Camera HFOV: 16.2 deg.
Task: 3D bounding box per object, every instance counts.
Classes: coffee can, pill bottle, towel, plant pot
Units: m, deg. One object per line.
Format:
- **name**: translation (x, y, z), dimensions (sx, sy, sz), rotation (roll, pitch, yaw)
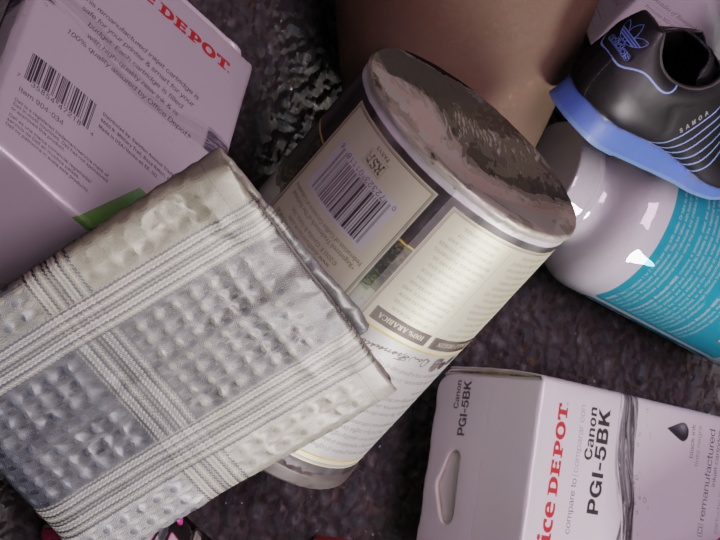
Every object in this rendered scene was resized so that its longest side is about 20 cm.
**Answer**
- **coffee can**: translation (0.000, 0.000, 1.388), dimensions (0.146, 0.147, 0.200), rotation (31, 114, -28)
- **pill bottle**: translation (0.189, -0.021, 1.586), dimensions (0.200, 0.111, 0.111), rotation (27, 75, -30)
- **towel**: translation (-0.103, 0.045, 1.277), dimensions (0.200, 0.035, 0.193), rotation (-30, 129, 8)
- **plant pot**: translation (0.057, -0.159, 1.479), dimensions (0.200, 0.200, 0.175), rotation (0, 108, -33)

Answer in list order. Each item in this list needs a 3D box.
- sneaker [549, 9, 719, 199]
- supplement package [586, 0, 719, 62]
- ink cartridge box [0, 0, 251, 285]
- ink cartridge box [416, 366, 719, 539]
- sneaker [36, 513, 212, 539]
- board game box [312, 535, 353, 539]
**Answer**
- **sneaker**: translation (0.193, -0.097, 1.485), dimensions (0.200, 0.078, 0.070), rotation (13, 38, -54)
- **supplement package**: translation (0.240, -0.208, 1.557), dimensions (0.120, 0.200, 0.121), rotation (31, 29, -28)
- **ink cartridge box**: translation (-0.150, -0.074, 1.337), dimensions (0.145, 0.084, 0.200), rotation (42, 37, -25)
- **ink cartridge box**: translation (0.136, 0.146, 1.543), dimensions (0.200, 0.083, 0.147), rotation (14, 82, -44)
- **sneaker**: translation (-0.126, 0.139, 1.405), dimensions (0.087, 0.074, 0.201), rotation (-11, 100, -32)
- **board game box**: translation (0.002, 0.280, 1.497), dimensions (0.200, 0.046, 0.152), rotation (48, 65, -22)
